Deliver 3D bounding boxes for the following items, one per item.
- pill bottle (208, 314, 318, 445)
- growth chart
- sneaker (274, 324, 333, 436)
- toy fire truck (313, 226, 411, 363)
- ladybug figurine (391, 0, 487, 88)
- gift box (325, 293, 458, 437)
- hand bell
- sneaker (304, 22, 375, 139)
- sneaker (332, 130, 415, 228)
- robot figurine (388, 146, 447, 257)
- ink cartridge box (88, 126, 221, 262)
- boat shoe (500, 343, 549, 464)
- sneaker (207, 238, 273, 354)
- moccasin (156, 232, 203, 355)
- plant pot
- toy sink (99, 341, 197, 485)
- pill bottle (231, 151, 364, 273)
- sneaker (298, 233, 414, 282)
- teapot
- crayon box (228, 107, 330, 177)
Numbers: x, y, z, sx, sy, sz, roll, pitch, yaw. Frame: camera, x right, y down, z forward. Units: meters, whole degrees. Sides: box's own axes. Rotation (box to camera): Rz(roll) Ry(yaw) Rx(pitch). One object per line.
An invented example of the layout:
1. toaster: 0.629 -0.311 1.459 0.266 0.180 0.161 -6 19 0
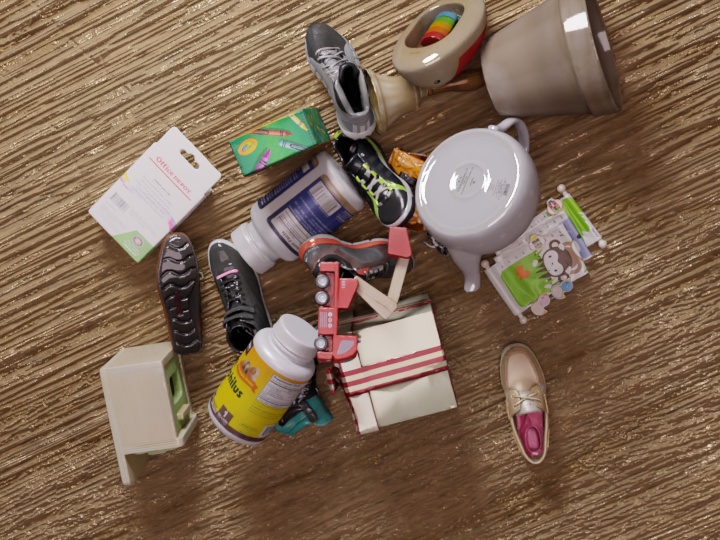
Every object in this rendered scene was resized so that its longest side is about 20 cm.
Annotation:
1. pill bottle: -0.144 0.167 1.561 0.109 0.109 0.200 35 109 -3
2. growth chart: 0.296 -0.020 1.617 0.200 0.018 0.145 -43 96 11
3. sneaker: -0.083 0.193 1.634 0.121 0.084 0.200 40 108 11
4. toy fire truck: 0.004 0.037 1.479 0.140 0.049 0.201 1 86 0
5. ladybug figurine: 0.126 -0.341 1.502 0.135 0.200 0.072 5 139 40
6. gift box: 0.045 0.159 1.581 0.186 0.185 0.201 -14 93 4
7. hand bell: 0.113 -0.283 1.555 0.199 0.104 0.105 -15 100 -6
8. sneaker: -0.027 -0.305 1.509 0.075 0.116 0.201 -24 78 -6
9. sneaker: 0.009 -0.139 1.532 0.083 0.200 0.072 15 123 -43
10. robot figurine: 0.123 -0.110 1.589 0.199 0.058 0.146 26 101 -1
11. ink cartridge box: -0.320 -0.125 1.607 0.200 0.067 0.117 -43 95 11
12. boat shoe: 0.274 0.219 1.635 0.073 0.069 0.201 -13 100 6
13. sneaker: -0.197 0.046 1.616 0.070 0.099 0.201 -21 97 9
14. moccasin: -0.287 0.034 1.628 0.073 0.078 0.202 -12 112 -7
15. plant pot: 0.277 -0.310 1.491 0.173 0.200 0.201 -13 100 22
16. toy sink: -0.337 0.232 1.644 0.111 0.130 0.201 -8 99 4
17. pill bottle: -0.101 -0.086 1.580 0.200 0.111 0.111 -37 97 9
18. sneaker: 0.000 0.000 1.572 0.199 0.082 0.077 4 132 -27
19. teapot: 0.187 -0.107 1.490 0.199 0.146 0.198 -32 58 17
20. crayon box: -0.117 -0.196 1.515 0.118 0.200 0.059 -23 97 7
